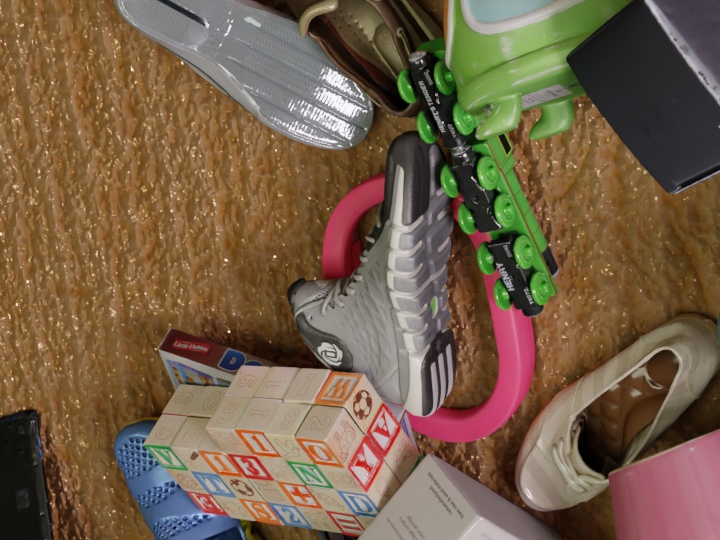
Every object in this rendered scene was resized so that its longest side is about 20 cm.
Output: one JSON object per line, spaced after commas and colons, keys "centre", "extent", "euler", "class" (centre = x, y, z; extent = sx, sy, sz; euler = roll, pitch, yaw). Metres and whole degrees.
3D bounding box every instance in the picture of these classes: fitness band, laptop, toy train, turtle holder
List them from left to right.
{"centre": [-0.288, 0.233, 1.755], "extent": [0.176, 0.103, 0.202], "euler": [-18, 75, 33], "class": "laptop"}
{"centre": [0.048, 0.025, 1.467], "extent": [0.143, 0.037, 0.202], "euler": [-3, 109, 27], "class": "fitness band"}
{"centre": [0.081, -0.062, 1.376], "extent": [0.041, 0.056, 0.201], "euler": [-10, 118, 34], "class": "toy train"}
{"centre": [0.133, -0.164, 1.278], "extent": [0.185, 0.140, 0.133], "euler": [-22, 82, 45], "class": "turtle holder"}

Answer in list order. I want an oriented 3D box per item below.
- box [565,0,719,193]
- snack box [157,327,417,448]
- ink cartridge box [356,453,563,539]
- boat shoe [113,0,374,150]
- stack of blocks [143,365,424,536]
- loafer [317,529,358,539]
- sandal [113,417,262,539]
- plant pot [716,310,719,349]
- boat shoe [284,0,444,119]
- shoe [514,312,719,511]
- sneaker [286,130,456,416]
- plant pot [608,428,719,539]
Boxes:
{"centre": [0.233, -0.150, 1.163], "extent": [0.105, 0.200, 0.148], "euler": [52, 166, -1], "class": "box"}
{"centre": [-0.053, 0.098, 1.536], "extent": [0.199, 0.024, 0.072], "euler": [17, 149, 24], "class": "snack box"}
{"centre": [0.046, 0.247, 1.441], "extent": [0.200, 0.146, 0.084], "euler": [-52, 38, 8], "class": "ink cartridge box"}
{"centre": [-0.077, -0.155, 1.445], "extent": [0.199, 0.067, 0.074], "euler": [35, 94, -10], "class": "boat shoe"}
{"centre": [-0.058, 0.126, 1.497], "extent": [0.199, 0.059, 0.115], "euler": [2, 139, 41], "class": "stack of blocks"}
{"centre": [0.049, 0.249, 1.546], "extent": [0.063, 0.072, 0.200], "euler": [-35, 97, 15], "class": "loafer"}
{"centre": [-0.126, 0.203, 1.605], "extent": [0.079, 0.087, 0.201], "euler": [-36, 89, 37], "class": "sandal"}
{"centre": [0.323, 0.037, 1.215], "extent": [0.196, 0.200, 0.196], "euler": [47, 124, 4], "class": "plant pot"}
{"centre": [-0.016, -0.183, 1.390], "extent": [0.202, 0.075, 0.075], "euler": [45, 124, 6], "class": "boat shoe"}
{"centre": [0.164, 0.101, 1.419], "extent": [0.070, 0.053, 0.200], "euler": [45, 124, 6], "class": "shoe"}
{"centre": [0.000, 0.000, 1.418], "extent": [0.115, 0.075, 0.202], "euler": [9, 114, 26], "class": "sneaker"}
{"centre": [0.247, 0.190, 1.338], "extent": [0.199, 0.199, 0.180], "euler": [-25, 82, 34], "class": "plant pot"}
